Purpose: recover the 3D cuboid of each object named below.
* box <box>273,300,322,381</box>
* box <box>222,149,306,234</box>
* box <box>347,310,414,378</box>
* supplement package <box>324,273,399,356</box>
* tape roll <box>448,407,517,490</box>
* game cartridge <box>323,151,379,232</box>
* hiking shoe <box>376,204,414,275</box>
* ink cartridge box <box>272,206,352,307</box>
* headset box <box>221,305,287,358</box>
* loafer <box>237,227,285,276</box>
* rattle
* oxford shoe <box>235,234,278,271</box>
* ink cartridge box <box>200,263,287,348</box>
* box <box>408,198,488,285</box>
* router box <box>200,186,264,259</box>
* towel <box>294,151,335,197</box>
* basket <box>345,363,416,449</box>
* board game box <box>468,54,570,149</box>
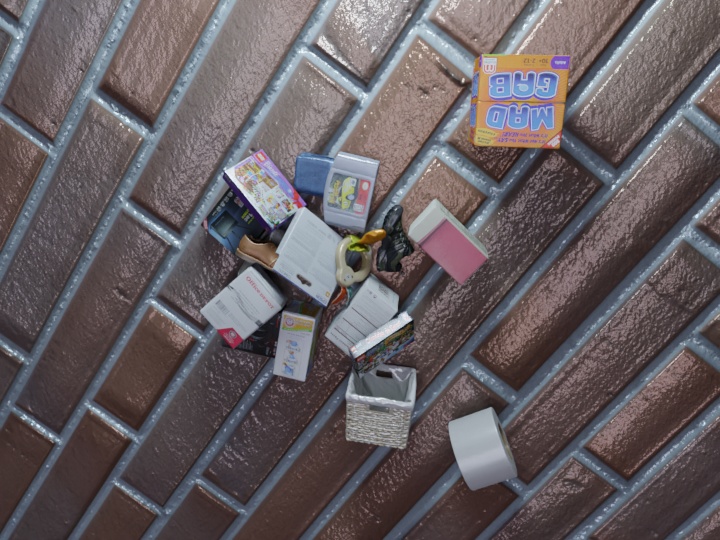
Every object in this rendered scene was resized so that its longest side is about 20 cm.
[{"bbox_3d":[-0.184,0.205,1.636,0.100,0.113,0.203,12,107,5],"label":"box"},{"bbox_3d":[-0.260,-0.216,1.507,0.201,0.137,0.039,51,147,-1],"label":"box"},{"bbox_3d":[0.063,0.210,1.560,0.199,0.137,0.038,-32,59,-14],"label":"box"},{"bbox_3d":[0.006,0.131,1.589,0.117,0.117,0.200,38,108,-7],"label":"supplement package"},{"bbox_3d":[0.357,0.519,1.612,0.138,0.203,0.205,-22,102,14],"label":"tape roll"},{"bbox_3d":[-0.031,-0.211,1.491,0.131,0.041,0.203,14,112,6],"label":"game cartridge"},{"bbox_3d":[0.105,-0.086,1.545,0.099,0.076,0.203,10,116,-4],"label":"hiking shoe"},{"bbox_3d":[-0.132,-0.035,1.507,0.196,0.043,0.202,38,66,-29],"label":"ink cartridge box"},{"bbox_3d":[-0.328,0.165,1.663,0.197,0.075,0.151,13,107,4],"label":"headset box"},{"bbox_3d":[-0.295,-0.049,1.593,0.200,0.069,0.070,-50,52,12],"label":"loafer"},{"bbox_3d":[0.000,0.000,1.499,0.141,0.202,0.130,2,150,33],"label":"rattle"},{"bbox_3d":[-0.242,-0.040,1.528,0.198,0.071,0.072,22,100,-13],"label":"oxford shoe"},{"bbox_3d":[-0.327,0.097,1.562,0.199,0.083,0.146,-39,97,14],"label":"ink cartridge box"},{"bbox_3d":[0.236,-0.079,1.493,0.200,0.128,0.109,42,107,-5],"label":"box"},{"bbox_3d":[-0.338,-0.156,1.579,0.149,0.062,0.200,40,107,-6],"label":"router box"},{"bbox_3d":[-0.083,-0.255,1.525,0.197,0.049,0.113,11,111,3],"label":"towel"},{"bbox_3d":[0.059,0.387,1.619,0.195,0.200,0.163,7,113,5],"label":"basket"},{"bbox_3d":[0.375,-0.409,1.342,0.197,0.200,0.203,3,107,6],"label":"board game box"}]
